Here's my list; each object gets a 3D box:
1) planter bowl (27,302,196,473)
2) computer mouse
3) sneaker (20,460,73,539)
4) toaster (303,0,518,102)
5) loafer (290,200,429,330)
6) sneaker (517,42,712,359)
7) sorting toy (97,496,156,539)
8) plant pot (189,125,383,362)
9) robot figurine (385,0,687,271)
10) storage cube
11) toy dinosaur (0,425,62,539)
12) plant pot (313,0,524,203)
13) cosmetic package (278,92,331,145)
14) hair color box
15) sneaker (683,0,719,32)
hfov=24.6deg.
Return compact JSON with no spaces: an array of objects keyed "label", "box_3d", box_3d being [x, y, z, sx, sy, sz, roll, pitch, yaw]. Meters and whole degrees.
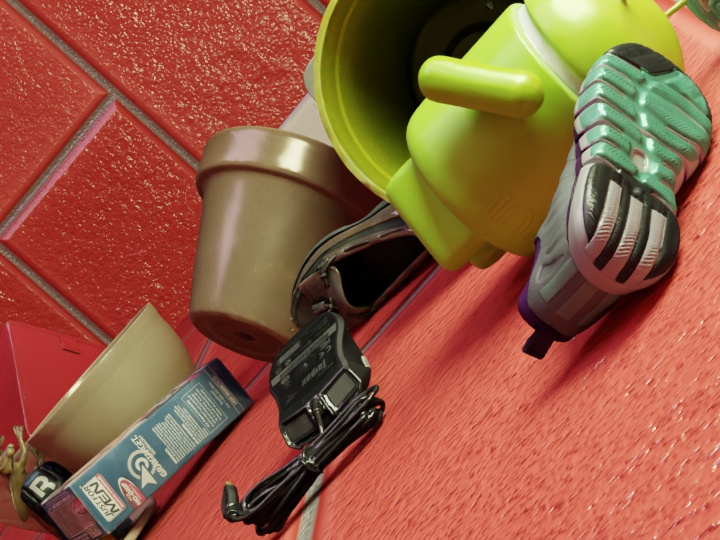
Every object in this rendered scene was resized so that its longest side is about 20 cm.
[{"label":"planter bowl","box_3d":[-0.249,0.155,1.806,0.200,0.135,0.200,-47,6,6]},{"label":"computer mouse","box_3d":[-0.041,0.111,1.130,0.140,0.046,0.200,-45,19,4]},{"label":"sneaker","box_3d":[-0.313,0.257,1.759,0.073,0.112,0.200,-53,7,-12]},{"label":"toaster","box_3d":[0.064,-0.180,1.389,0.181,0.200,0.119,-47,3,13]},{"label":"loafer","box_3d":[0.000,0.000,1.367,0.200,0.072,0.063,-41,16,38]},{"label":"sneaker","box_3d":[0.118,-0.041,0.828,0.088,0.074,0.200,-50,6,37]},{"label":"sorting toy","box_3d":[-0.273,0.304,1.570,0.185,0.036,0.200,-48,7,8]},{"label":"plant pot","box_3d":[-0.084,-0.013,1.572,0.200,0.199,0.176,-33,35,66]},{"label":"robot figurine","box_3d":[0.107,-0.090,0.967,0.200,0.116,0.175,-47,-23,24]},{"label":"storage cube","box_3d":[-0.391,0.199,2.042,0.171,0.199,0.181,-45,45,27]},{"label":"toy dinosaur","box_3d":[-0.383,0.245,1.874,0.058,0.201,0.102,-16,48,3]},{"label":"plant pot","box_3d":[0.083,-0.149,1.227,0.201,0.200,0.193,-47,-4,14]},{"label":"cosmetic package","box_3d":[-0.068,-0.226,2.761,0.201,0.123,0.199,-53,8,-19]},{"label":"hair color box","box_3d":[-0.204,0.175,1.583,0.200,0.061,0.100,-42,4,-32]},{"label":"sneaker","box_3d":[0.254,-0.216,0.912,0.091,0.078,0.200,-49,7,-35]}]
